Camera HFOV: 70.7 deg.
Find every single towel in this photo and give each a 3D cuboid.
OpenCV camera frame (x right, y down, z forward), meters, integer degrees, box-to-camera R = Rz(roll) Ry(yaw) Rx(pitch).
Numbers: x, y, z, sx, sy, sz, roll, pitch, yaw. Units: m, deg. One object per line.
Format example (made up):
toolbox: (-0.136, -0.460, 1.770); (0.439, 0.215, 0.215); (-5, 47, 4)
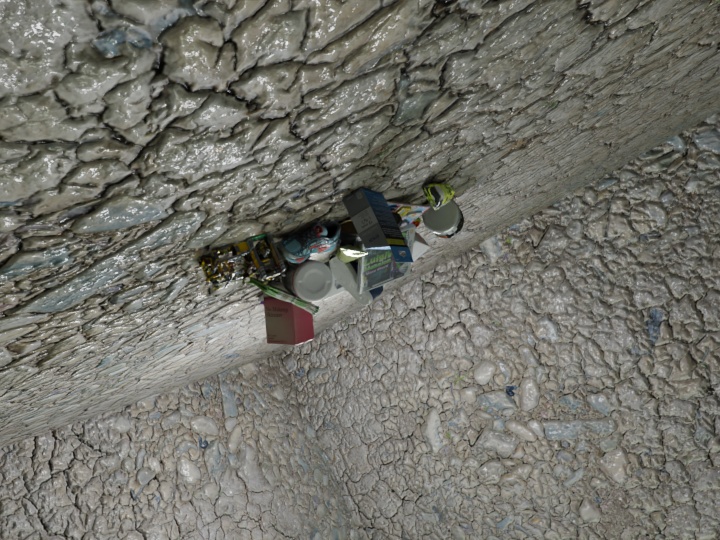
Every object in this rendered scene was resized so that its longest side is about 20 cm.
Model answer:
towel: (-0.105, -0.063, 1.551); (0.132, 0.035, 0.200); (-26, 169, -8)
towel: (-0.226, 0.069, 1.433); (0.200, 0.031, 0.149); (28, 174, -42)

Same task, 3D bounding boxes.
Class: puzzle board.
puzzle board: (0.093, -0.148, 1.517); (0.150, 0.017, 0.200); (2, 157, -28)

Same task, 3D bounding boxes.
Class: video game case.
video game case: (0.078, -0.036, 1.534); (0.200, 0.023, 0.182); (-19, 130, -30)

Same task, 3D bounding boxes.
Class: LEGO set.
LEGO set: (-0.271, 0.003, 1.211); (0.200, 0.116, 0.154); (-18, 168, -38)

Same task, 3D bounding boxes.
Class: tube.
tube: (-0.031, -0.051, 1.437); (0.058, 0.052, 0.200); (-32, -176, -7)

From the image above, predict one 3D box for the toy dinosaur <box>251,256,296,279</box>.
toy dinosaur: (-0.236, -0.006, 1.390); (0.102, 0.077, 0.200); (-4, 156, -30)

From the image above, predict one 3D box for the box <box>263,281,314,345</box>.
box: (-0.239, 0.139, 1.689); (0.128, 0.201, 0.109); (-2, -176, 32)

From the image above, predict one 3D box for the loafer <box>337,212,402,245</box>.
loafer: (0.021, -0.122, 1.407); (0.199, 0.073, 0.072); (-18, 164, -4)

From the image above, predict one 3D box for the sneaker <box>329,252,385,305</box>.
sneaker: (0.000, 0.000, 1.618); (0.081, 0.200, 0.146); (-28, -167, 45)

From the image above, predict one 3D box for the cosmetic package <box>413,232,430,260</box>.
cosmetic package: (0.159, -0.082, 1.721); (0.102, 0.074, 0.200); (-43, 163, 12)

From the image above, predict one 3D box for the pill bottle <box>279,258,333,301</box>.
pill bottle: (-0.161, 0.020, 1.446); (0.113, 0.114, 0.200); (-22, -166, -19)

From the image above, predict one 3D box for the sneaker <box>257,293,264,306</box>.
sneaker: (-0.266, 0.101, 1.839); (0.200, 0.089, 0.080); (-23, 169, -23)

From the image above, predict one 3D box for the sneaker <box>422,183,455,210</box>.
sneaker: (0.230, -0.226, 1.466); (0.076, 0.076, 0.200); (-35, 180, 8)

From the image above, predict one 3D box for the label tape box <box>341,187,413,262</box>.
label tape box: (0.047, -0.097, 1.257); (0.066, 0.200, 0.143); (-27, 171, 22)

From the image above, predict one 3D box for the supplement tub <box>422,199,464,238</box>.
supplement tub: (0.280, -0.172, 1.694); (0.122, 0.123, 0.200); (-28, 170, 14)

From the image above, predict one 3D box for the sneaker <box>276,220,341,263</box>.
sneaker: (-0.129, -0.087, 1.300); (0.200, 0.079, 0.096); (-25, 159, -46)

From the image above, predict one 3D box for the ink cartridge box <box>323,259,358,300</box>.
ink cartridge box: (-0.070, 0.010, 1.709); (0.200, 0.085, 0.146); (-21, -159, -17)

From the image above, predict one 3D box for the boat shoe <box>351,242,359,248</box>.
boat shoe: (0.009, -0.080, 1.548); (0.071, 0.062, 0.200); (-60, 142, -7)

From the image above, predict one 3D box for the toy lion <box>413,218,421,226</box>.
toy lion: (0.112, -0.127, 1.711); (0.192, 0.069, 0.200); (-37, 167, 19)
